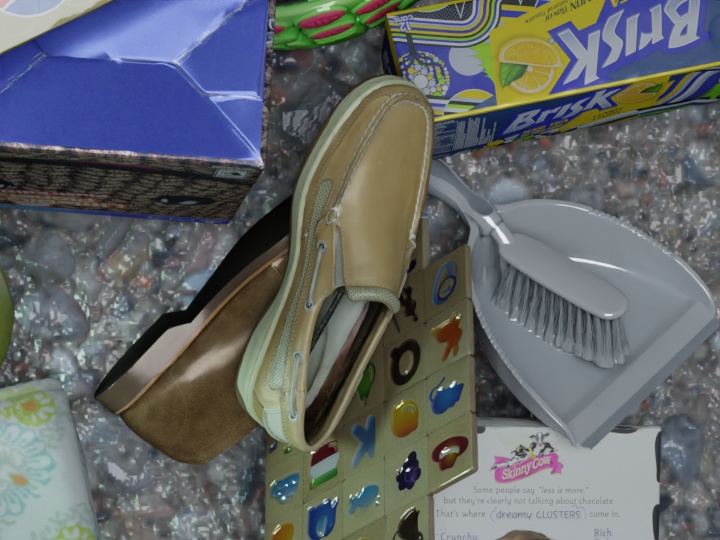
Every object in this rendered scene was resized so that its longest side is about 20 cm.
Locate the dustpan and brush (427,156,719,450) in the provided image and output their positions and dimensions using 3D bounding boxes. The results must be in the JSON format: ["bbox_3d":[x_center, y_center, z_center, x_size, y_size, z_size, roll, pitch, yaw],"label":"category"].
[{"bbox_3d":[0.087,-0.007,1.505,0.200,0.057,0.140,34,52,23],"label":"dustpan and brush"}]

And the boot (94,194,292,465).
[{"bbox_3d":[-0.050,0.022,1.495,0.075,0.074,0.200,44,97,-9],"label":"boot"}]

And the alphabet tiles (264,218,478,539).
[{"bbox_3d":[0.004,0.076,1.440,0.006,0.166,0.201,24,50,-33],"label":"alphabet tiles"}]

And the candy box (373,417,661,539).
[{"bbox_3d":[0.074,0.180,1.487,0.167,0.071,0.201,3,88,-24],"label":"candy box"}]

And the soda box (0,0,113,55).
[{"bbox_3d":[-0.128,-0.156,1.275,0.199,0.064,0.068,-26,98,-10],"label":"soda box"}]

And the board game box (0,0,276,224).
[{"bbox_3d":[-0.133,-0.090,1.404,0.159,0.200,0.097,4,83,-7],"label":"board game box"}]

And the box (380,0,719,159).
[{"bbox_3d":[0.115,-0.118,1.499,0.199,0.064,0.070,-11,74,-7],"label":"box"}]

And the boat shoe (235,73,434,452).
[{"bbox_3d":[0.000,0.000,1.425,0.071,0.076,0.201,10,104,-29],"label":"boat shoe"}]

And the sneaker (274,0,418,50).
[{"bbox_3d":[0.010,-0.188,1.495,0.200,0.077,0.084,-33,79,-7],"label":"sneaker"}]

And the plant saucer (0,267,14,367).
[{"bbox_3d":[-0.231,-0.035,1.405,0.031,0.200,0.200,-33,97,-15],"label":"plant saucer"}]

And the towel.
[{"bbox_3d":[-0.220,0.164,1.455,0.171,0.048,0.201,-13,69,-6],"label":"towel"}]
